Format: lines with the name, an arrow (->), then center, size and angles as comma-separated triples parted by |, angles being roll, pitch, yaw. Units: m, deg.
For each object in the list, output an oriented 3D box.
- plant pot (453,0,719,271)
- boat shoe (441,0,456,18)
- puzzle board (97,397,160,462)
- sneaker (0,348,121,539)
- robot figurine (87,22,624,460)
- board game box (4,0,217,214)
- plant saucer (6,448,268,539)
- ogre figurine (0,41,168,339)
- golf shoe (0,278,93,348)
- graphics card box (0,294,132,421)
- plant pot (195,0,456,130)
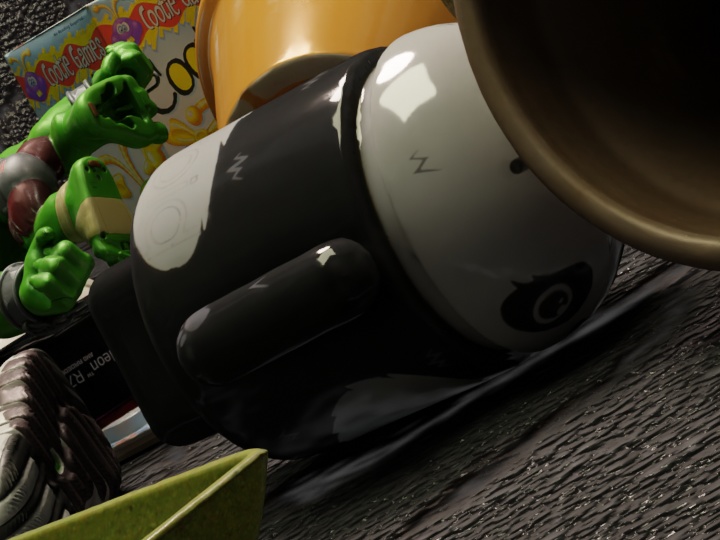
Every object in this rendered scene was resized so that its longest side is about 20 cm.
plant pot -> 0.153, -0.107, 0.813 | 0.199, 0.202, 0.174 | -25, -9, 33
boat shoe -> 0.115, -0.198, 1.335 | 0.200, 0.063, 0.073 | -46, 7, -25
puzzle board -> -0.136, 0.083, 1.264 | 0.199, 0.017, 0.151 | -27, 7, 15
sneaker -> -0.167, 0.100, 1.042 | 0.115, 0.076, 0.200 | -32, 7, 7
robot figurine -> 0.000, -0.005, 0.905 | 0.199, 0.125, 0.151 | -26, 42, 30
board game box -> -0.112, -0.080, 1.581 | 0.105, 0.201, 0.103 | -35, 9, -39
plant saucer -> -0.133, 0.137, 0.720 | 0.199, 0.048, 0.199 | -24, 9, 43
ogre figurine -> -0.163, -0.029, 1.269 | 0.119, 0.098, 0.201 | -30, 48, 28
golf shoe -> -0.205, 0.079, 1.442 | 0.200, 0.079, 0.097 | -39, 27, -23
graphics card box -> -0.160, 0.059, 1.268 | 0.125, 0.051, 0.200 | -23, 8, 46
plant pot -> -0.003, -0.103, 1.416 | 0.199, 0.201, 0.184 | -27, 22, 20
